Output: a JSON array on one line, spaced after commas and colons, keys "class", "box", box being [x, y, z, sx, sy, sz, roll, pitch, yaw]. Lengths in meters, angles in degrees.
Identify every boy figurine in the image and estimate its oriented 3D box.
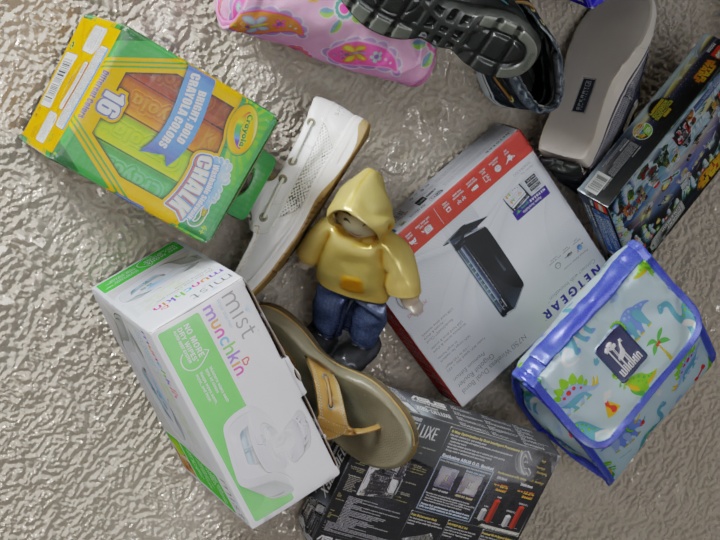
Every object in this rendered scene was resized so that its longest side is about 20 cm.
[{"class": "boy figurine", "box": [0.000, 0.000, 1.615, 0.064, 0.124, 0.200, -52, 162, -42]}]

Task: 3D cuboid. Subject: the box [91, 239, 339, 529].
[{"class": "box", "box": [-0.123, 0.092, 1.581, 0.097, 0.176, 0.200, -31, 113, -15]}]

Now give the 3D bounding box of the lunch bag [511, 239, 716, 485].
[{"class": "lunch bag", "box": [0.229, 0.080, 1.725, 0.170, 0.127, 0.200, -49, 144, -9]}]

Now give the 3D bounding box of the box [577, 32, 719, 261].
[{"class": "box", "box": [0.291, -0.107, 1.749, 0.200, 0.040, 0.137, -50, 148, -11]}]

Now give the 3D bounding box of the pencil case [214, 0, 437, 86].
[{"class": "pencil case", "box": [-0.024, -0.222, 1.604, 0.200, 0.087, 0.088, 14, 96, -26]}]

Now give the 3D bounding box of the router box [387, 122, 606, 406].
[{"class": "router box", "box": [0.111, -0.006, 1.731, 0.200, 0.049, 0.180, -42, 114, -10]}]

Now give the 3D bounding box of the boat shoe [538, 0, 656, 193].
[{"class": "boat shoe", "box": [0.231, -0.163, 1.746, 0.200, 0.075, 0.093, -63, 147, -13]}]

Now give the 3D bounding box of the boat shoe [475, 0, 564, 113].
[{"class": "boat shoe", "box": [0.127, -0.235, 1.663, 0.071, 0.091, 0.201, -30, 112, -15]}]

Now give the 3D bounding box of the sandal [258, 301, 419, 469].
[{"class": "sandal", "box": [-0.038, 0.109, 1.634, 0.200, 0.054, 0.080, 41, 128, 9]}]

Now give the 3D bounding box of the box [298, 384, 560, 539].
[{"class": "box", "box": [0.064, 0.202, 1.728, 0.200, 0.050, 0.158, 17, 108, -21]}]

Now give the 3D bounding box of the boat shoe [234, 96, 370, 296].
[{"class": "boat shoe", "box": [-0.070, -0.062, 1.635, 0.069, 0.071, 0.200, 33, 95, 0]}]

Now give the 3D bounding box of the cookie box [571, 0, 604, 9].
[{"class": "cookie box", "box": [0.246, -0.362, 1.681, 0.200, 0.075, 0.171, -32, 123, -13]}]

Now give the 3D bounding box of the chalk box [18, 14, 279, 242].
[{"class": "chalk box", "box": [-0.159, -0.109, 1.548, 0.200, 0.124, 0.125, 28, 90, -26]}]

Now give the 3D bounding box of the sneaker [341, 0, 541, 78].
[{"class": "sneaker", "box": [0.060, -0.231, 1.578, 0.200, 0.079, 0.075, 27, 124, -14]}]
